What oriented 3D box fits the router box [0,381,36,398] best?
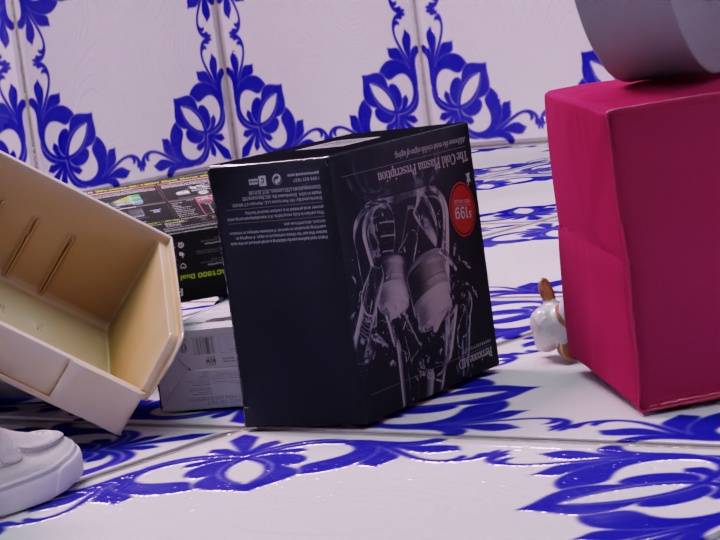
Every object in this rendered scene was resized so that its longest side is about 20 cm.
[{"bbox_3d":[-0.323,0.059,1.741,0.199,0.049,0.179,-2,-14,43],"label":"router box"}]

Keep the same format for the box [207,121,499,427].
[{"bbox_3d":[0.000,0.000,1.577,0.103,0.184,0.200,-3,9,32],"label":"box"}]

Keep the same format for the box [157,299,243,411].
[{"bbox_3d":[-0.068,0.055,1.715,0.116,0.061,0.200,-6,7,18],"label":"box"}]

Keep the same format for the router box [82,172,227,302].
[{"bbox_3d":[-0.157,-0.025,1.844,0.198,0.063,0.150,-9,21,-12],"label":"router box"}]

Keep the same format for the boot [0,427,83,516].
[{"bbox_3d":[-0.241,0.101,1.367,0.073,0.096,0.200,-4,8,27],"label":"boot"}]

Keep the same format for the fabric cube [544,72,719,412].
[{"bbox_3d":[0.243,-0.030,1.489,0.195,0.202,0.199,-8,9,-6],"label":"fabric cube"}]

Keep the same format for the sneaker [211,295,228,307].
[{"bbox_3d":[-0.086,0.025,1.925,0.089,0.079,0.200,-10,6,12],"label":"sneaker"}]

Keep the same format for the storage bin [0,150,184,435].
[{"bbox_3d":[-0.238,0.006,1.601,0.199,0.094,0.199,28,16,-18],"label":"storage bin"}]

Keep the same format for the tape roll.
[{"bbox_3d":[0.196,-0.227,1.483,0.066,0.202,0.200,-5,7,26],"label":"tape roll"}]

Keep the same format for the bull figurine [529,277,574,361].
[{"bbox_3d":[0.204,-0.011,1.645,0.121,0.201,0.065,5,34,-48],"label":"bull figurine"}]
